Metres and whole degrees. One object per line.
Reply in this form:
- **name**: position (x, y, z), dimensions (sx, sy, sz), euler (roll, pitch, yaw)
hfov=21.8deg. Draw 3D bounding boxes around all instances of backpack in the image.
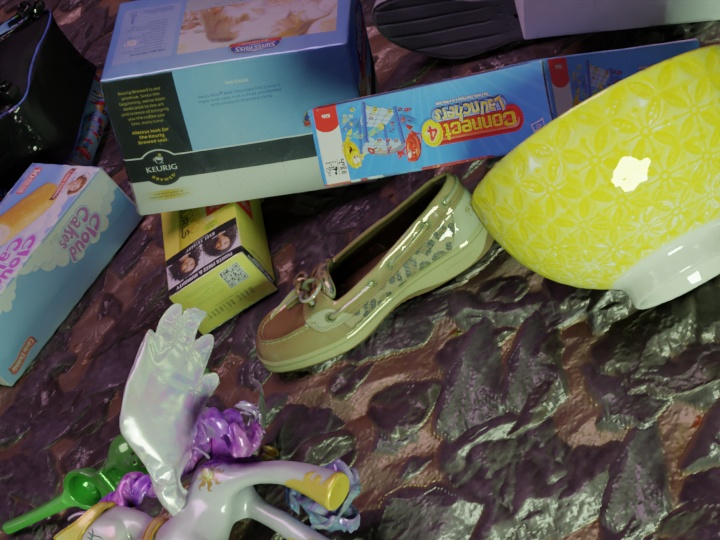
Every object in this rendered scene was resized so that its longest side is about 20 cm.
- **backpack**: position (-0.364, -0.141, 1.827), dimensions (0.200, 0.135, 0.183), euler (-24, 35, 22)

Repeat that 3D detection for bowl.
- **bowl**: position (0.180, -0.042, 1.155), dimensions (0.200, 0.200, 0.108), euler (-31, 76, 13)

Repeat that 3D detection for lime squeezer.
- **lime squeezer**: position (-0.191, 0.143, 1.390), dimensions (0.200, 0.038, 0.071), euler (-38, 32, 4)

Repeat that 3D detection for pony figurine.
- **pony figurine**: position (-0.096, 0.144, 1.212), dimensions (0.200, 0.167, 0.193), euler (17, 68, 36)

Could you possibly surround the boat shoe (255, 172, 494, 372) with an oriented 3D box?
- **boat shoe**: position (0.000, 0.000, 1.349), dimensions (0.200, 0.063, 0.073), euler (-34, 33, 9)

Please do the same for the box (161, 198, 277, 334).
- **box**: position (-0.120, -0.036, 1.528), dimensions (0.075, 0.050, 0.200), euler (-31, 32, 13)

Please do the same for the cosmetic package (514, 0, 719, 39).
- **cosmetic package**: position (0.185, -0.252, 1.428), dimensions (0.150, 0.052, 0.200), euler (-8, 37, 1)

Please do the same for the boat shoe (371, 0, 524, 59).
- **boat shoe**: position (0.107, -0.219, 1.516), dimensions (0.200, 0.074, 0.067), euler (2, 45, 30)

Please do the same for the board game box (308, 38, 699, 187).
- **board game box**: position (0.104, -0.108, 1.280), dimensions (0.196, 0.056, 0.200), euler (-7, 4, 41)

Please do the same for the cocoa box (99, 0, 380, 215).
- **cocoa box**: position (-0.091, -0.144, 1.493), dimensions (0.200, 0.131, 0.133), euler (-8, 35, 7)

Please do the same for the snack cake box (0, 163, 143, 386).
- **snack cake box**: position (-0.297, 0.000, 1.648), dimensions (0.115, 0.067, 0.200), euler (5, 53, 49)
